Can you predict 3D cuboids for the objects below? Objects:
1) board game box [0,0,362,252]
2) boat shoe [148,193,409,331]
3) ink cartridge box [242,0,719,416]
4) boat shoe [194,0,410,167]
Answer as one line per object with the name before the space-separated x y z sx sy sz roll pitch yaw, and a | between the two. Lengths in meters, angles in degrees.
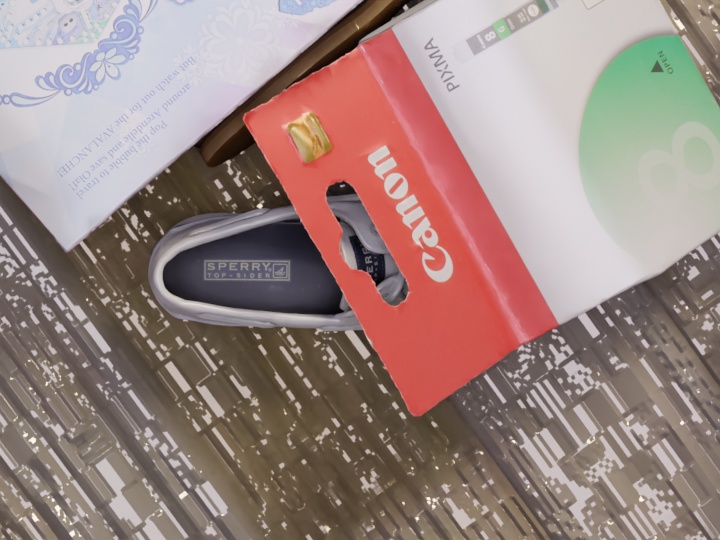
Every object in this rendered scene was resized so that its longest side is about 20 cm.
board game box | -0.116 -0.148 1.002 0.200 0.043 0.199 -39 98 5
boat shoe | 0.000 0.000 1.080 0.199 0.065 0.074 -9 95 0
ink cartridge box | 0.069 -0.053 1.046 0.200 0.050 0.161 -33 96 -28
boat shoe | -0.013 -0.134 1.067 0.200 0.070 0.070 -42 87 1
